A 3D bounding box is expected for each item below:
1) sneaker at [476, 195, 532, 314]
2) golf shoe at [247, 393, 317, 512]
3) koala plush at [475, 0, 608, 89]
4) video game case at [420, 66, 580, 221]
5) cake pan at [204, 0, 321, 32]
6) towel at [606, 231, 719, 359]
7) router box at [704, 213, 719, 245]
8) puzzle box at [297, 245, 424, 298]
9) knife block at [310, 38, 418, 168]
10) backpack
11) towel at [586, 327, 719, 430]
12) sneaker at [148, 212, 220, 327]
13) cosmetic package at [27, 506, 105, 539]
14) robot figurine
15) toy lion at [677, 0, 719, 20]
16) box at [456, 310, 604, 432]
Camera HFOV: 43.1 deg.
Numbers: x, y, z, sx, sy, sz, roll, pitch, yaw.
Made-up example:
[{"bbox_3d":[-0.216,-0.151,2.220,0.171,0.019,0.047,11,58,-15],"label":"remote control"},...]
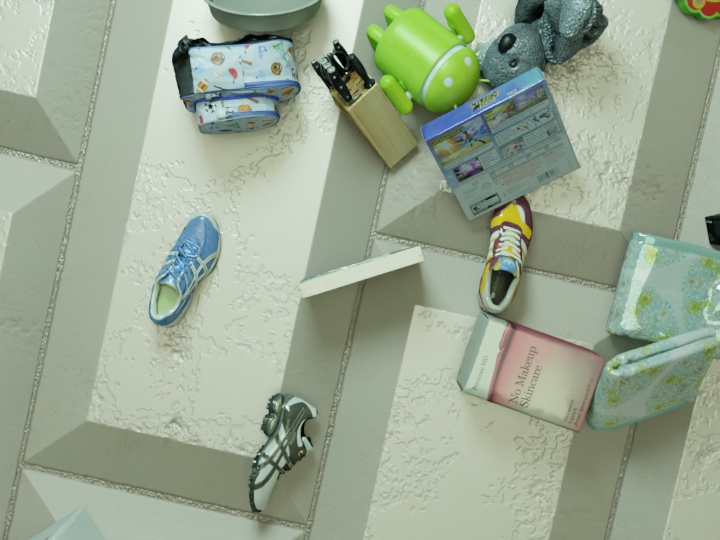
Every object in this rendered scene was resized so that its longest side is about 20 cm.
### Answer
[{"bbox_3d":[0.238,-0.027,1.464,0.074,0.090,0.202,10,92,-1],"label":"sneaker"},{"bbox_3d":[-0.127,0.304,1.486,0.094,0.078,0.202,14,94,-1],"label":"golf shoe"},{"bbox_3d":[0.268,-0.355,1.424,0.177,0.183,0.201,45,106,24],"label":"koala plush"},{"bbox_3d":[0.219,-0.192,1.415,0.199,0.046,0.182,-26,130,11],"label":"video game case"},{"bbox_3d":[-0.148,-0.424,1.409,0.198,0.201,0.037,-1,130,0],"label":"cake pan"},{"bbox_3d":[0.517,0.041,1.484,0.198,0.048,0.173,14,92,-1],"label":"towel"},{"bbox_3d":[0.646,-0.074,1.411,0.148,0.200,0.052,-12,95,-1],"label":"router box"},{"bbox_3d":[0.000,0.000,1.444,0.198,0.133,0.026,-17,93,0],"label":"puzzle box"},{"bbox_3d":[0.007,-0.258,1.410,0.064,0.176,0.200,-39,93,3],"label":"knife block"},{"bbox_3d":[-0.187,-0.292,1.409,0.189,0.200,0.156,-16,99,-7],"label":"backpack"},{"bbox_3d":[0.458,0.172,1.435,0.198,0.172,0.048,-16,50,-11],"label":"towel"},{"bbox_3d":[-0.283,0.002,1.470,0.075,0.077,0.202,22,91,0],"label":"sneaker"},{"bbox_3d":[-0.478,0.522,1.449,0.166,0.166,0.201,-31,93,1],"label":"cosmetic package"},{"bbox_3d":[0.103,-0.328,1.424,0.200,0.116,0.176,42,85,16],"label":"robot figurine"},{"bbox_3d":[0.581,-0.513,1.464,0.199,0.069,0.193,-34,99,1],"label":"toy lion"},{"bbox_3d":[0.270,0.160,1.464,0.198,0.109,0.129,19,93,-2],"label":"box"}]
